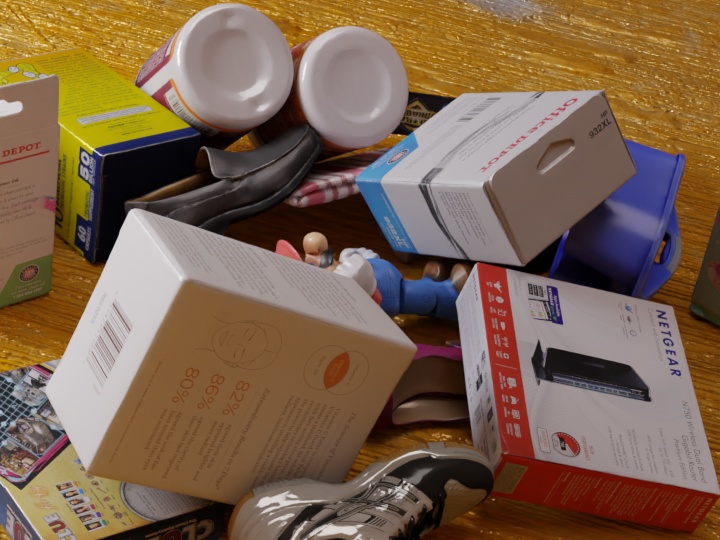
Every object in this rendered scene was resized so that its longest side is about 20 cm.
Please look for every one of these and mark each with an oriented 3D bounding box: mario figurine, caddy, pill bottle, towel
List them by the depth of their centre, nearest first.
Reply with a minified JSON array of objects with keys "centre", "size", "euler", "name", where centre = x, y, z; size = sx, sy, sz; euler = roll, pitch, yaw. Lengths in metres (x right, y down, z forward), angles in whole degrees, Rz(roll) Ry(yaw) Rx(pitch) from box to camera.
[{"centre":[0.000,0.000,1.387],"size":[0.198,0.124,0.107],"euler":[0,57,-28],"name":"mario figurine"},{"centre":[0.236,-0.029,1.468],"size":[0.104,0.142,0.201],"euler":[23,42,4],"name":"caddy"},{"centre":[-0.147,-0.168,1.547],"size":[0.113,0.116,0.200],"euler":[-5,-6,-24],"name":"pill bottle"},{"centre":[-0.001,-0.088,1.555],"size":[0.198,0.030,0.146],"euler":[-14,10,-19],"name":"towel"},{"centre":[-0.043,-0.162,1.586],"size":[0.111,0.114,0.200],"euler":[-5,-1,-25],"name":"pill bottle"}]

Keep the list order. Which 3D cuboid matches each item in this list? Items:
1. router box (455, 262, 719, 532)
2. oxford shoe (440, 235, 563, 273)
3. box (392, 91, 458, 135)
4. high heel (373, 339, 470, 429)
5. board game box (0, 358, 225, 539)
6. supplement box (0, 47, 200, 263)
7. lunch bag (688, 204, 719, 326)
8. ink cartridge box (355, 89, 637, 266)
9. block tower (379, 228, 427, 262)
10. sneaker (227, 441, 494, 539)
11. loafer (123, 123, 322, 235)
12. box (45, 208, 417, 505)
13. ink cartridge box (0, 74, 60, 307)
[{"centre":[0.171,0.095,1.279],"size":[0.178,0.049,0.201],"euler":[12,42,-15],"name":"router box"},{"centre":[0.140,-0.031,1.536],"size":[0.071,0.072,0.199],"euler":[22,33,29],"name":"oxford shoe"},{"centre":[0.142,-0.143,1.649],"size":[0.198,0.050,0.198],"euler":[9,5,14],"name":"box"},{"centre":[0.066,0.094,1.292],"size":[0.096,0.068,0.199],"euler":[20,26,38],"name":"high heel"},{"centre":[-0.204,0.136,1.175],"size":[0.134,0.035,0.200],"euler":[-11,37,-33],"name":"board game box"},{"centre":[-0.250,-0.109,1.503],"size":[0.109,0.110,0.199],"euler":[-17,39,-39],"name":"supplement box"},{"centre":[0.409,-0.043,1.531],"size":[0.121,0.172,0.199],"euler":[31,39,29],"name":"lunch bag"},{"centre":[0.113,-0.082,1.406],"size":[0.145,0.084,0.199],"euler":[-38,22,-23],"name":"ink cartridge box"},{"centre":[0.107,-0.062,1.590],"size":[0.199,0.055,0.058],"euler":[-15,38,-38],"name":"block tower"},{"centre":[0.012,0.183,1.137],"size":[0.198,0.076,0.088],"euler":[-14,43,-20],"name":"sneaker"},{"centre":[-0.118,-0.078,1.449],"size":[0.200,0.073,0.073],"euler":[-39,24,-24],"name":"loafer"},{"centre":[-0.090,0.069,1.143],"size":[0.199,0.153,0.106],"euler":[19,17,-36],"name":"box"},{"centre":[-0.308,-0.068,1.323],"size":[0.116,0.202,0.067],"euler":[-19,40,-41],"name":"ink cartridge box"}]
